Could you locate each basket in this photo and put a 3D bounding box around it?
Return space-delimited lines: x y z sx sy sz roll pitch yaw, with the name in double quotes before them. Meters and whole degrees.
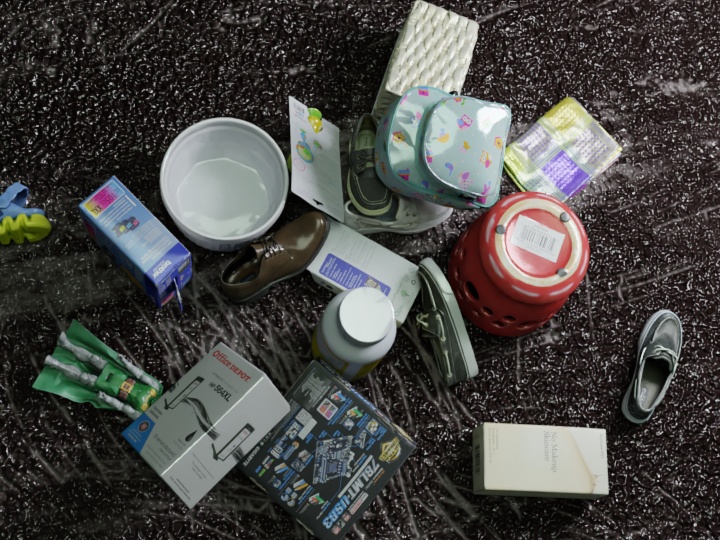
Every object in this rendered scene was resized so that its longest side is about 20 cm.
"basket" 0.111 -0.329 1.695 0.134 0.124 0.203 20 71 -2

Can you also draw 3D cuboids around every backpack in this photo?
"backpack" 0.125 -0.190 1.549 0.197 0.153 0.179 12 89 -8

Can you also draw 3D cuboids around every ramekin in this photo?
"ramekin" -0.213 -0.126 1.585 0.197 0.105 0.204 3 73 -9

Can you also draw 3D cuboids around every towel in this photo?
"towel" 0.345 -0.202 1.752 0.199 0.023 0.144 -38 83 -18

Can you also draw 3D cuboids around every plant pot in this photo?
"plant pot" 0.250 -0.012 1.594 0.197 0.183 0.204 2 74 -8

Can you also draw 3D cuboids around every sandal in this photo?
"sandal" -0.573 -0.082 1.527 0.197 0.080 0.088 -7 70 -21

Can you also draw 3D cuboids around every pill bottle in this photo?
"pill bottle" -0.008 0.092 1.502 0.110 0.200 0.114 3 71 -10

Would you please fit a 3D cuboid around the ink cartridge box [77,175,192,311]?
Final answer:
"ink cartridge box" -0.324 -0.029 1.517 0.200 0.137 0.076 43 72 5

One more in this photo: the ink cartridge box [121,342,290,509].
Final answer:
"ink cartridge box" -0.221 0.215 1.446 0.200 0.145 0.085 -44 126 -17

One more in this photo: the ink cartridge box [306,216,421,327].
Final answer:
"ink cartridge box" 0.000 0.000 1.619 0.198 0.039 0.100 30 70 -1

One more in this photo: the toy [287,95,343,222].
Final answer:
"toy" -0.082 -0.173 1.624 0.114 0.047 0.203 29 46 -37

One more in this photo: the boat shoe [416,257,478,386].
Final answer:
"boat shoe" 0.123 0.082 1.585 0.063 0.071 0.203 -21 91 -11

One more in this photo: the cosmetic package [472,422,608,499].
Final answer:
"cosmetic package" 0.275 0.295 1.559 0.196 0.073 0.105 3 72 -8

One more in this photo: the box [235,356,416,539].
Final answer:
"box" -0.053 0.268 1.486 0.198 0.050 0.201 39 94 2

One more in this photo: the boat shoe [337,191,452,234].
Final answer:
"boat shoe" 0.063 -0.100 1.644 0.197 0.069 0.072 -11 75 -13

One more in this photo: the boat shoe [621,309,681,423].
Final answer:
"boat shoe" 0.485 0.153 1.640 0.071 0.071 0.202 23 70 -2

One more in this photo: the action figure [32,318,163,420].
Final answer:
"action figure" -0.367 0.164 1.497 0.198 0.055 0.119 28 67 -5

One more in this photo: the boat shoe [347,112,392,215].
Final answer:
"boat shoe" 0.012 -0.174 1.623 0.070 0.067 0.203 -3 46 -3

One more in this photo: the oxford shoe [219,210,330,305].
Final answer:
"oxford shoe" -0.130 -0.025 1.551 0.199 0.085 0.073 -40 66 -4
